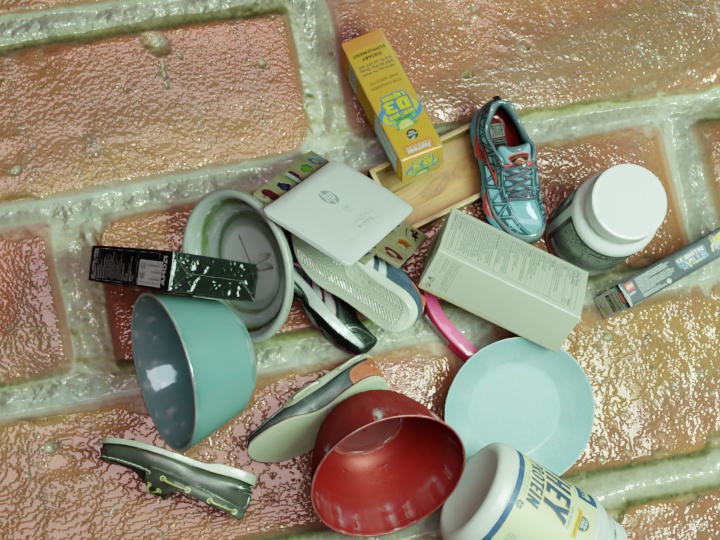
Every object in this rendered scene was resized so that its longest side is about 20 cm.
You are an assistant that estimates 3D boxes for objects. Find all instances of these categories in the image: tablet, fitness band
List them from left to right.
[{"bbox_3d":[-0.024,-0.076,1.524,0.130,0.014,0.200,32,33,10],"label":"tablet"},{"bbox_3d":[0.170,0.051,1.617,0.144,0.037,0.200,-43,87,-12],"label":"fitness band"}]

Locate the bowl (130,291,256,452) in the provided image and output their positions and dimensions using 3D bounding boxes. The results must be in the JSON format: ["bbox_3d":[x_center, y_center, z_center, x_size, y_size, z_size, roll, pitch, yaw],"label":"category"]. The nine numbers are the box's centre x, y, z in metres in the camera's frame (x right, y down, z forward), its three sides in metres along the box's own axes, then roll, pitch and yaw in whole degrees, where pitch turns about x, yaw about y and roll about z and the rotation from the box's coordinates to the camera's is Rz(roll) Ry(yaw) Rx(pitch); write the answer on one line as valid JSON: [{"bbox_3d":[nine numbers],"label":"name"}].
[{"bbox_3d":[-0.200,0.114,1.503,0.105,0.201,0.201,-14,80,-30],"label":"bowl"}]

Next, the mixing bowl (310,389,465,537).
[{"bbox_3d":[0.021,0.222,1.510,0.200,0.201,0.108,-16,39,-9],"label":"mixing bowl"}]

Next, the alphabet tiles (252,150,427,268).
[{"bbox_3d":[-0.017,-0.075,1.546,0.200,0.008,0.167,32,33,9],"label":"alphabet tiles"}]

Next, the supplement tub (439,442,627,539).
[{"bbox_3d":[0.215,0.321,1.506,0.200,0.145,0.145,32,77,-13],"label":"supplement tub"}]

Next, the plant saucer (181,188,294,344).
[{"bbox_3d":[-0.145,-0.008,1.541,0.050,0.200,0.201,-17,79,-47],"label":"plant saucer"}]

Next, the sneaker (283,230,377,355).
[{"bbox_3d":[-0.044,0.020,1.579,0.086,0.080,0.200,-43,87,-13],"label":"sneaker"}]

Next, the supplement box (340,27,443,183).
[{"bbox_3d":[0.042,-0.221,1.620,0.066,0.069,0.200,-23,72,-8],"label":"supplement box"}]

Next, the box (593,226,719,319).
[{"bbox_3d":[0.416,-0.003,1.617,0.200,0.110,0.035,-28,84,-10],"label":"box"}]

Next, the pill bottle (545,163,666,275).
[{"bbox_3d":[0.318,-0.065,1.572,0.114,0.200,0.114,1,79,-6],"label":"pill bottle"}]

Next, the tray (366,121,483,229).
[{"bbox_3d":[0.119,-0.130,1.647,0.200,0.037,0.099,-26,83,-9],"label":"tray"}]

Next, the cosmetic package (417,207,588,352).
[{"bbox_3d":[0.184,0.011,1.554,0.200,0.073,0.104,27,39,-2],"label":"cosmetic package"}]

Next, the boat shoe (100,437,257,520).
[{"bbox_3d":[-0.233,0.258,1.516,0.201,0.072,0.061,16,76,-4],"label":"boat shoe"}]

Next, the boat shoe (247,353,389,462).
[{"bbox_3d":[-0.060,0.176,1.556,0.200,0.071,0.063,-31,45,0],"label":"boat shoe"}]

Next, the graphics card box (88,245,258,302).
[{"bbox_3d":[-0.231,0.003,1.483,0.125,0.200,0.051,10,85,-41],"label":"graphics card box"}]

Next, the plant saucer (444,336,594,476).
[{"bbox_3d":[0.204,0.183,1.580,0.200,0.039,0.202,-1,97,-8],"label":"plant saucer"}]

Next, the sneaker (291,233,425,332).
[{"bbox_3d":[0.000,0.000,1.545,0.200,0.084,0.075,43,116,11],"label":"sneaker"}]

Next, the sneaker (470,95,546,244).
[{"bbox_3d":[0.194,-0.132,1.588,0.079,0.096,0.201,-17,81,-8],"label":"sneaker"}]
